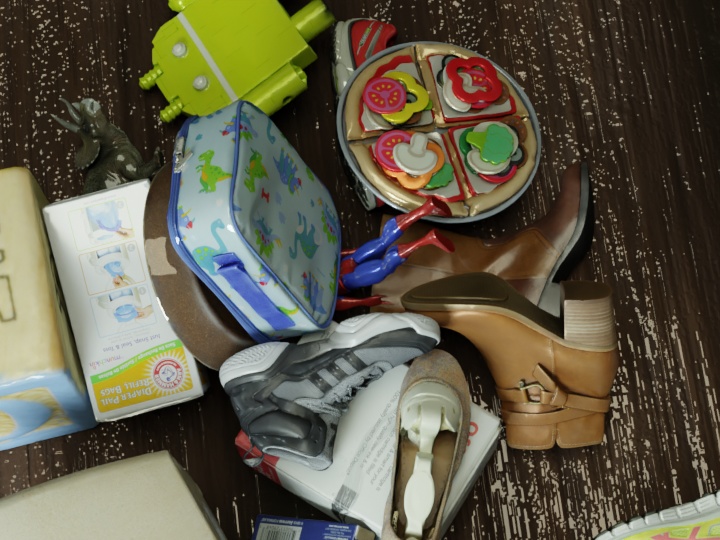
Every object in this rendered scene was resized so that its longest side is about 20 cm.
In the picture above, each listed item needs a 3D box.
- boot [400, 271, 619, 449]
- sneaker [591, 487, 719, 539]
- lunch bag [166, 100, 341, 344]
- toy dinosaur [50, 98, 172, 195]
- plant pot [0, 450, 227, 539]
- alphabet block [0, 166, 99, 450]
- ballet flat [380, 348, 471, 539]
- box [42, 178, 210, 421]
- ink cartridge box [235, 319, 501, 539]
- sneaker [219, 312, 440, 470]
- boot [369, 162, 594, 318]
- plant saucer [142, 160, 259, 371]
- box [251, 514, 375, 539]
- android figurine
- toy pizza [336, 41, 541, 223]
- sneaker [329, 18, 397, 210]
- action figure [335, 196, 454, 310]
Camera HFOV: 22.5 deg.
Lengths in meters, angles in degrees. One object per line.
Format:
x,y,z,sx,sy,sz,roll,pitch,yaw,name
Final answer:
0.134,0.087,1.638,0.199,0.074,0.156,4,114,11,boot
0.275,0.257,1.595,0.199,0.078,0.091,-18,73,-4,sneaker
-0.093,-0.038,1.597,0.082,0.200,0.162,-15,51,22,lunch bag
-0.232,-0.068,1.748,0.102,0.077,0.201,-2,95,12,toy dinosaur
-0.197,0.266,1.547,0.176,0.200,0.200,-31,72,-4,plant pot
-0.359,0.048,1.644,0.195,0.195,0.201,-13,72,-3,alphabet block
0.059,0.157,1.558,0.068,0.067,0.201,5,70,4,ballet flat
-0.212,0.028,1.656,0.101,0.112,0.201,-14,89,-1,box
0.010,0.156,1.640,0.199,0.084,0.145,30,74,13,ink cartridge box
-0.019,0.110,1.577,0.199,0.076,0.114,-14,69,5,sneaker
0.118,-0.027,1.725,0.199,0.068,0.189,9,76,16,boot
-0.127,-0.009,1.649,0.034,0.200,0.201,-15,68,28,plant saucer
-0.064,0.318,1.586,0.121,0.032,0.201,0,66,39,box
-0.126,-0.223,1.784,0.199,0.041,0.183,-34,66,4,android figurine
0.077,-0.137,1.707,0.199,0.032,0.201,5,62,-9,toy pizza
0.017,-0.158,1.757,0.084,0.077,0.201,-4,71,-4,sneaker
0.000,0.000,1.674,0.199,0.052,0.066,-26,53,28,action figure
